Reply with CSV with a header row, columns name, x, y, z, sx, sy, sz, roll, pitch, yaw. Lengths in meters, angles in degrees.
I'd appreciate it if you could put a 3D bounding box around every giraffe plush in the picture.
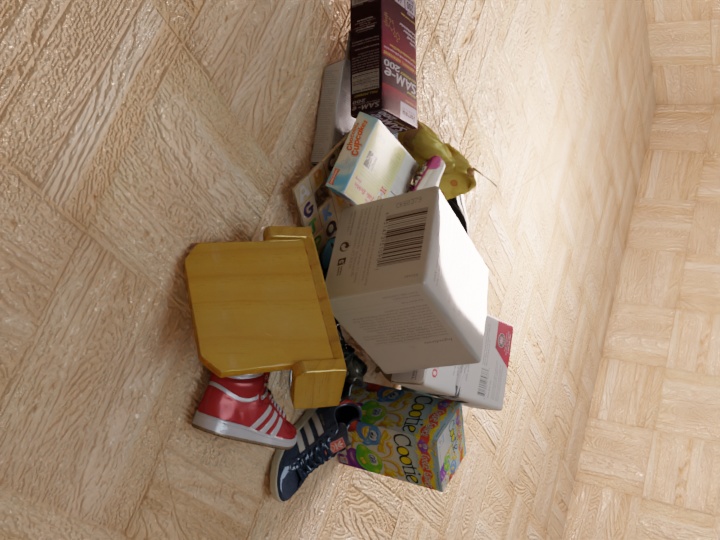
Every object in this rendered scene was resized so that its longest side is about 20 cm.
name,x,y,z,sx,sy,sz,roll,pitch,yaw
giraffe plush,0.116,-0.145,1.387,0.163,0.199,0.172,-52,168,14

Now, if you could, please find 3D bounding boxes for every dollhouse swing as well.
name,x,y,z,sx,sy,sz,roll,pitch,yaw
dollhouse swing,-0.125,0.070,1.006,0.183,0.171,0.204,102,-26,-61

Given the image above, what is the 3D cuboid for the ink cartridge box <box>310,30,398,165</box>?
name,x,y,z,sx,sy,sz,roll,pitch,yaw
ink cartridge box,0.001,-0.243,1.245,0.195,0.042,0.206,16,81,-59

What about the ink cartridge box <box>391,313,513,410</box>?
name,x,y,z,sx,sy,sz,roll,pitch,yaw
ink cartridge box,0.154,0.135,1.295,0.197,0.082,0.149,23,73,-37

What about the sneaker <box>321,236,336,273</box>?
name,x,y,z,sx,sy,sz,roll,pitch,yaw
sneaker,0.000,0.000,1.254,0.200,0.072,0.084,50,36,-45

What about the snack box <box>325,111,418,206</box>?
name,x,y,z,sx,sy,sz,roll,pitch,yaw
snack box,0.023,-0.145,1.196,0.118,0.037,0.199,-65,156,-2

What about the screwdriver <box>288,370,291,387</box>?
name,x,y,z,sx,sy,sz,roll,pitch,yaw
screwdriver,-0.094,0.067,1.151,0.029,0.027,0.206,91,5,-85

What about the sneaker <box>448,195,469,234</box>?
name,x,y,z,sx,sy,sz,roll,pitch,yaw
sneaker,0.200,-0.141,1.592,0.115,0.074,0.205,-45,131,-45

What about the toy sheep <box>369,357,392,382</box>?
name,x,y,z,sx,sy,sz,roll,pitch,yaw
toy sheep,0.073,0.101,1.363,0.139,0.134,0.204,60,32,-47

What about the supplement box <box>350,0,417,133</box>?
name,x,y,z,sx,sy,sz,roll,pitch,yaw
supplement box,0.035,-0.319,1.180,0.108,0.060,0.206,10,78,-57

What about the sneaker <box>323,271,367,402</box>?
name,x,y,z,sx,sy,sz,roll,pitch,yaw
sneaker,-0.038,0.106,1.181,0.076,0.112,0.205,7,88,-62

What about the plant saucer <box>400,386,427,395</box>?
name,x,y,z,sx,sy,sz,roll,pitch,yaw
plant saucer,0.117,0.159,1.450,0.200,0.027,0.205,-160,-91,-78

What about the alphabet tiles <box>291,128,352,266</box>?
name,x,y,z,sx,sy,sz,roll,pitch,yaw
alphabet tiles,-0.022,-0.121,1.200,0.200,0.007,0.169,-48,144,-28

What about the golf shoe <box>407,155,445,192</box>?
name,x,y,z,sx,sy,sz,roll,pitch,yaw
golf shoe,0.106,-0.090,1.296,0.076,0.090,0.203,-67,180,-61

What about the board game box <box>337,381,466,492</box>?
name,x,y,z,sx,sy,sz,roll,pitch,yaw
board game box,0.064,0.272,1.309,0.103,0.196,0.107,-42,131,-49

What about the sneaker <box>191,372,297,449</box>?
name,x,y,z,sx,sy,sz,roll,pitch,yaw
sneaker,-0.136,0.172,1.058,0.199,0.070,0.115,31,73,-57

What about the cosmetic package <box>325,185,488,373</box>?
name,x,y,z,sx,sy,sz,roll,pitch,yaw
cosmetic package,0.071,0.020,1.124,0.201,0.162,0.168,51,40,-41

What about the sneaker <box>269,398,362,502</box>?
name,x,y,z,sx,sy,sz,roll,pitch,yaw
sneaker,-0.062,0.267,1.198,0.201,0.083,0.076,-56,141,-38
